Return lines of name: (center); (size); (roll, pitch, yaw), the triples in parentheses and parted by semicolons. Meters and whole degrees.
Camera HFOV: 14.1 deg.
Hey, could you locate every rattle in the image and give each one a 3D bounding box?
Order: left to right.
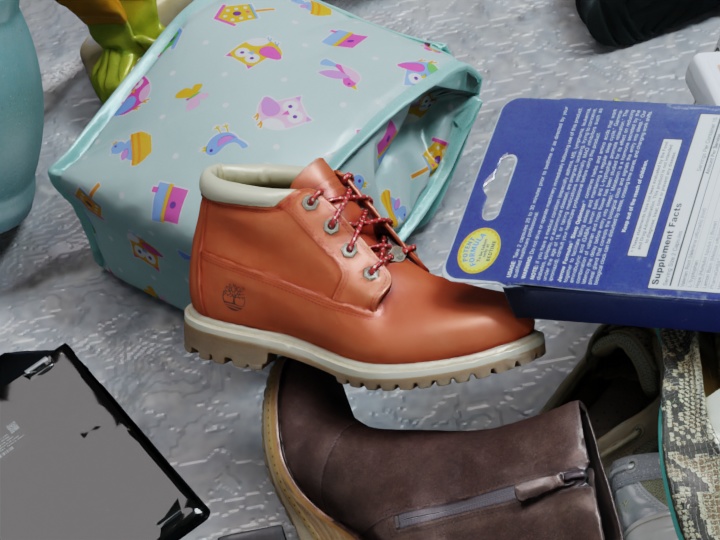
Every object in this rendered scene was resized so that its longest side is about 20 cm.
rattle: (-0.094, -0.194, 1.770); (0.199, 0.143, 0.130); (-29, 13, 0)

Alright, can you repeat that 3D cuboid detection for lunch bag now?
lunch bag: (-0.047, -0.069, 1.655); (0.170, 0.122, 0.200); (24, 62, 33)

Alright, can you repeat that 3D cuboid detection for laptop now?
laptop: (-0.210, 0.135, 1.543); (0.187, 0.116, 0.200); (-35, 66, -19)

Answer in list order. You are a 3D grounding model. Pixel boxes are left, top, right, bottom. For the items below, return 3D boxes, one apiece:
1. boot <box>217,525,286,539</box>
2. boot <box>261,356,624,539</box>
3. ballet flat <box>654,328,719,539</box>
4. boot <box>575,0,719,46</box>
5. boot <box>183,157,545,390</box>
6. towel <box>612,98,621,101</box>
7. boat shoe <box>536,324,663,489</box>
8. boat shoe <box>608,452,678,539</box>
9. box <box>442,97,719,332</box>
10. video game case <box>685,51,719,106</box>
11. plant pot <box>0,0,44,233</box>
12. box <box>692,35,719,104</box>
boot: (-0.117, 0.216, 1.431); (0.199, 0.069, 0.189); (-17, 45, -2)
boot: (0.042, 0.102, 1.470); (0.166, 0.072, 0.201); (-27, 57, 19)
ballet flat: (0.179, 0.052, 1.411); (0.075, 0.068, 0.201); (-41, 33, 34)
boot: (0.200, -0.235, 1.782); (0.199, 0.077, 0.169); (-21, 49, 2)
boot: (0.000, 0.000, 1.476); (0.199, 0.108, 0.075); (8, 16, 23)
towel: (0.215, -0.015, 1.551); (0.199, 0.023, 0.144); (19, 46, 0)
boat shoe: (0.150, 0.054, 1.523); (0.072, 0.065, 0.200); (26, 57, 33)
boat shoe: (0.224, 0.101, 1.449); (0.201, 0.074, 0.065); (-16, 61, 8)
box: (0.149, -0.028, 1.430); (0.199, 0.032, 0.122); (5, 55, 25)
video game case: (0.281, -0.039, 1.479); (0.181, 0.023, 0.201); (-5, 52, -20)
plant pot: (-0.269, -0.123, 1.687); (0.199, 0.135, 0.200); (17, 23, -7)
box: (0.277, -0.048, 1.543); (0.199, 0.060, 0.117); (11, 46, -8)
